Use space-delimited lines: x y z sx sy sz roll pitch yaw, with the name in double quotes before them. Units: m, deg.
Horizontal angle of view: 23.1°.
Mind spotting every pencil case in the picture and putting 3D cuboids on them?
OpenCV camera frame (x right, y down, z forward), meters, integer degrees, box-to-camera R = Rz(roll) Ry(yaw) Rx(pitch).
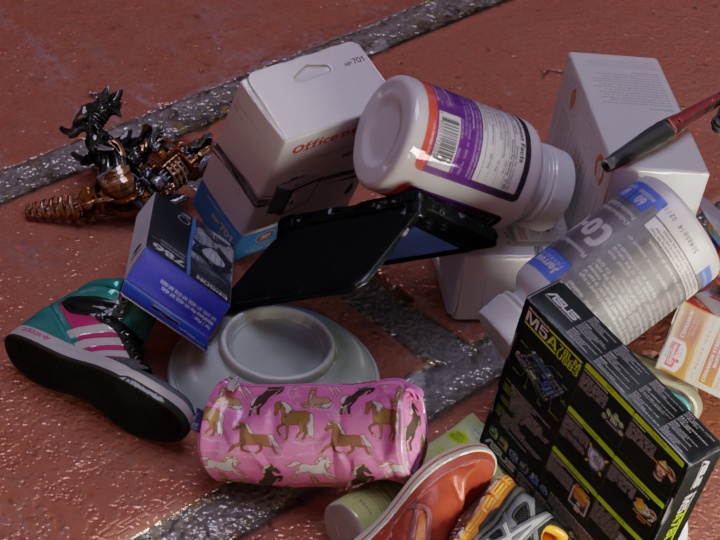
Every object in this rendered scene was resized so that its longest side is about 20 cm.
"pencil case" -0.039 0.135 1.482 0.198 0.087 0.083 -1 45 20

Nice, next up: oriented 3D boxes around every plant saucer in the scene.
"plant saucer" -0.078 0.084 1.616 0.198 0.051 0.201 5 38 -4

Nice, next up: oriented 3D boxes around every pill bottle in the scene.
"pill bottle" 0.102 -0.103 1.664 0.199 0.112 0.112 17 30 -29
"pill bottle" 0.210 0.016 1.572 0.199 0.114 0.114 -36 48 -5

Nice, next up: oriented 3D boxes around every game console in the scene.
"game console" 0.000 0.000 1.653 0.175 0.118 0.199 24 -21 -40

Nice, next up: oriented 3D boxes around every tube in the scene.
"tube" 0.055 0.183 1.514 0.199 0.059 0.052 -23 7 -39

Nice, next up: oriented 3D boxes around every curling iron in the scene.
"curling iron" 0.295 -0.129 1.636 0.199 0.026 0.050 -21 45 -35

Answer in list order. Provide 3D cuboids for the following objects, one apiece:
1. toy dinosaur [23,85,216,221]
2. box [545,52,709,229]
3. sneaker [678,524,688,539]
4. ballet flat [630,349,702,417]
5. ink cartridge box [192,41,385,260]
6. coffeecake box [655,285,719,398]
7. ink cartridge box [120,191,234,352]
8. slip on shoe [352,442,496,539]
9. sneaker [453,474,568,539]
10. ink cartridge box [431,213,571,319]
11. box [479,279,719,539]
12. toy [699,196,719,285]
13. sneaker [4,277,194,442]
"toy dinosaur" -0.244 -0.104 1.798 0.198 0.103 0.136 -10 54 -27
"box" 0.255 -0.106 1.721 0.096 0.125 0.201 3 39 -10
"sneaker" 0.224 0.176 1.543 0.070 0.074 0.200 -12 32 -10
"ballet flat" 0.228 0.090 1.652 0.199 0.070 0.070 25 40 8
"ink cartridge box" -0.067 -0.116 1.741 0.146 0.200 0.086 -22 68 -32
"coffeecake box" 0.394 0.091 1.629 0.199 0.074 0.153 26 17 23
"ink cartridge box" -0.168 -0.003 1.646 0.099 0.039 0.200 36 17 -16
"slip on shoe" 0.047 0.218 1.427 0.061 0.075 0.200 27 55 36
"sneaker" 0.105 0.245 1.422 0.077 0.079 0.200 30 44 11
"ink cartridge box" 0.178 -0.026 1.775 0.198 0.083 0.147 0 39 -11
"box" 0.191 0.142 1.448 0.047 0.194 0.200 -22 54 -32
"toy" 0.359 0.002 1.644 0.115 0.047 0.200 33 16 -26
"sneaker" -0.208 0.072 1.586 0.199 0.084 0.121 24 50 22
